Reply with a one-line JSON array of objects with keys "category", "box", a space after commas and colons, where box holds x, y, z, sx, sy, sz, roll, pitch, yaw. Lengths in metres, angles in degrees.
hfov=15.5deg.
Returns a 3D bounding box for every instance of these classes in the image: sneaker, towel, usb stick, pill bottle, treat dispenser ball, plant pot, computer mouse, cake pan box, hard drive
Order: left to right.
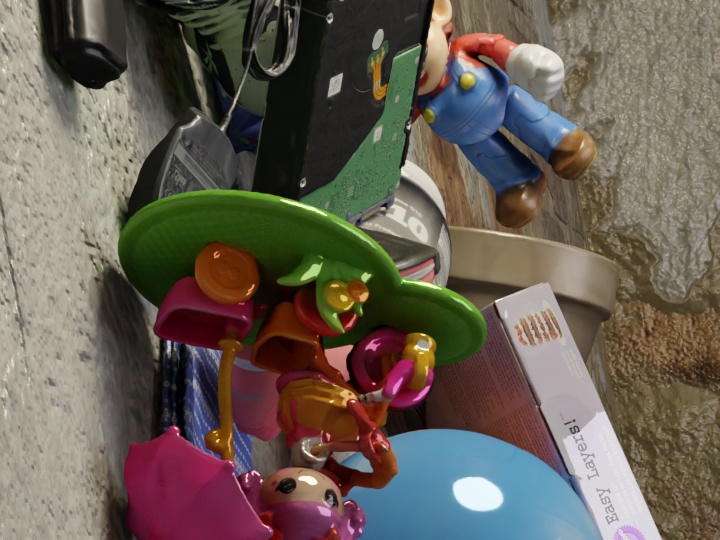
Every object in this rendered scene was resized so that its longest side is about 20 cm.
[{"category": "usb stick", "box": [-0.147, -0.192, 1.364, 0.055, 0.033, 0.200, 36, 44, -64]}, {"category": "sneaker", "box": [-0.086, -0.155, 1.522, 0.130, 0.079, 0.199, -76, 155, -58]}, {"category": "computer mouse", "box": [-0.081, -0.088, 1.444, 0.059, 0.034, 0.200, 52, 52, -42]}, {"category": "towel", "box": [-0.079, 0.080, 1.474, 0.145, 0.024, 0.200, 68, 16, -48]}, {"category": "sneaker", "box": [-0.023, 0.035, 1.528, 0.200, 0.074, 0.087, -32, 133, -53]}, {"category": "hard drive", "box": [-0.009, -0.115, 1.574, 0.140, 0.038, 0.200, -32, 137, -54]}, {"category": "pill bottle", "box": [0.000, 0.000, 1.710, 0.200, 0.114, 0.114, -74, 151, -67]}, {"category": "treat dispenser ball", "box": [0.048, 0.193, 1.544, 0.201, 0.201, 0.201, -11, 90, -79]}, {"category": "plant pot", "box": [0.082, 0.068, 1.938, 0.200, 0.200, 0.174, 39, 58, -73]}, {"category": "cake pan box", "box": [0.097, 0.129, 1.674, 0.200, 0.052, 0.184, 66, -30, 10]}]

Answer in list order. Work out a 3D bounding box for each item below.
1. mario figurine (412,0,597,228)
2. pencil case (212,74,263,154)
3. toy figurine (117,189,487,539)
[{"category": "mario figurine", "box": [0.053, -0.108, 1.690, 0.200, 0.124, 0.106, 39, -10, -16]}, {"category": "pencil case", "box": [-0.061, -0.171, 1.641, 0.078, 0.087, 0.200, -19, 99, -45]}, {"category": "toy figurine", "box": [-0.043, 0.084, 1.325, 0.150, 0.200, 0.184, 131, -26, -56]}]
